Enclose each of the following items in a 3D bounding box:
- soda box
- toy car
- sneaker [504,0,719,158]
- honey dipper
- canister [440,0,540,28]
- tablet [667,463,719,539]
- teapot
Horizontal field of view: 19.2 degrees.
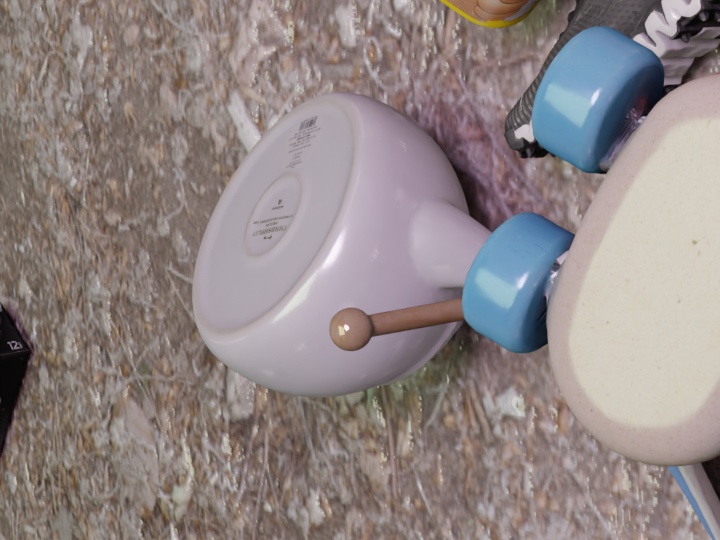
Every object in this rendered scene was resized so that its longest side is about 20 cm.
[{"bbox_3d":[-0.355,0.124,1.888,0.063,0.070,0.201,53,137,33],"label":"soda box"},{"bbox_3d":[0.185,-0.008,0.966,0.184,0.200,0.178,32,115,28],"label":"toy car"},{"bbox_3d":[0.138,-0.133,1.122,0.200,0.066,0.091,-40,62,47],"label":"sneaker"},{"bbox_3d":[0.066,0.017,1.136,0.038,0.199,0.038,15,108,53],"label":"honey dipper"},{"bbox_3d":[0.068,-0.225,1.102,0.148,0.087,0.200,37,155,2],"label":"canister"},{"bbox_3d":[0.148,0.073,1.080,0.131,0.014,0.200,60,-177,28],"label":"tablet"},{"bbox_3d":[0.000,0.000,1.290,0.198,0.146,0.200,-50,31,18],"label":"teapot"}]
